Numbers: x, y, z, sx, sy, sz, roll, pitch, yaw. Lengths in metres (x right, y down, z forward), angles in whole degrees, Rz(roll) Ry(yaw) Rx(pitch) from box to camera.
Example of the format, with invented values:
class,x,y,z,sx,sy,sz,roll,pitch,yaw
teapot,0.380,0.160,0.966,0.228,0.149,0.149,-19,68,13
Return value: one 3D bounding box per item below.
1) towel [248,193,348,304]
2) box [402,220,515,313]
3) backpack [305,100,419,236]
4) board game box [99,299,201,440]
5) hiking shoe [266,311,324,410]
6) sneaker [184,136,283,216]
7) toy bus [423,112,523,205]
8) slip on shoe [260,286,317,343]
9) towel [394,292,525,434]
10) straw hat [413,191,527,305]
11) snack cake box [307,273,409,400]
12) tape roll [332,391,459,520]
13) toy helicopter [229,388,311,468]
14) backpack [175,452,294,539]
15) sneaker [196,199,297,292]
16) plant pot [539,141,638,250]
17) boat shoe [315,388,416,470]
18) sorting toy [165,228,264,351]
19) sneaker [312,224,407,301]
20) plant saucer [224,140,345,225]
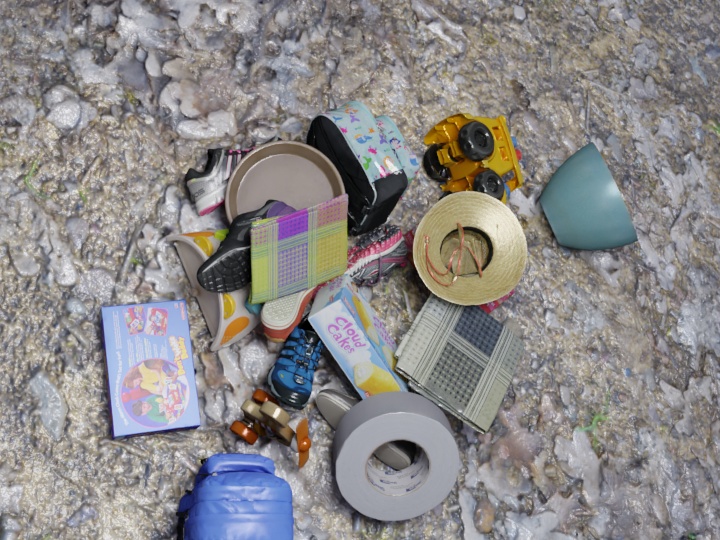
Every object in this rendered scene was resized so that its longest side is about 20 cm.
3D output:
class,x,y,z,sx,sy,sz,roll,pitch,yaw
towel,-0.093,-0.033,1.480,0.199,0.023,0.145,-22,127,-37
box,0.167,-0.008,1.676,0.095,0.100,0.201,-35,88,-24
backpack,-0.004,-0.187,1.627,0.150,0.178,0.201,-31,76,-27
board game box,-0.329,0.153,1.478,0.133,0.045,0.203,-4,76,-21
hiking shoe,-0.098,0.136,1.492,0.074,0.087,0.201,22,26,-12
sneaker,-0.215,-0.181,1.602,0.199,0.074,0.088,-39,96,-20
toy bus,0.233,-0.184,1.749,0.190,0.135,0.202,-10,80,-38
slip on shoe,-0.112,0.042,1.543,0.073,0.062,0.201,15,39,8
towel,0.162,0.141,1.554,0.192,0.035,0.201,37,56,-7
straw hat,0.170,-0.027,1.582,0.198,0.085,0.204,3,75,-11
snack cake box,0.001,0.119,1.539,0.067,0.115,0.201,-29,106,17
tape roll,0.055,0.295,1.503,0.197,0.066,0.203,-3,113,-6
toy helicopter,-0.125,0.237,1.441,0.132,0.200,0.079,35,72,4
backpack,-0.186,0.352,1.386,0.160,0.200,0.170,0,74,-19
sneaker,-0.181,-0.040,1.478,0.199,0.076,0.087,-34,51,-26
plant pot,0.412,-0.119,1.767,0.134,0.200,0.202,-24,82,11
boat shoe,0.011,0.251,1.568,0.199,0.067,0.057,40,46,-11
sorting toy,-0.192,0.003,1.559,0.179,0.107,0.202,-17,80,-43
sneaker,0.000,0.000,1.629,0.199,0.080,0.075,-30,116,-17
plant saucer,-0.122,-0.112,1.553,0.197,0.029,0.203,1,80,-4
